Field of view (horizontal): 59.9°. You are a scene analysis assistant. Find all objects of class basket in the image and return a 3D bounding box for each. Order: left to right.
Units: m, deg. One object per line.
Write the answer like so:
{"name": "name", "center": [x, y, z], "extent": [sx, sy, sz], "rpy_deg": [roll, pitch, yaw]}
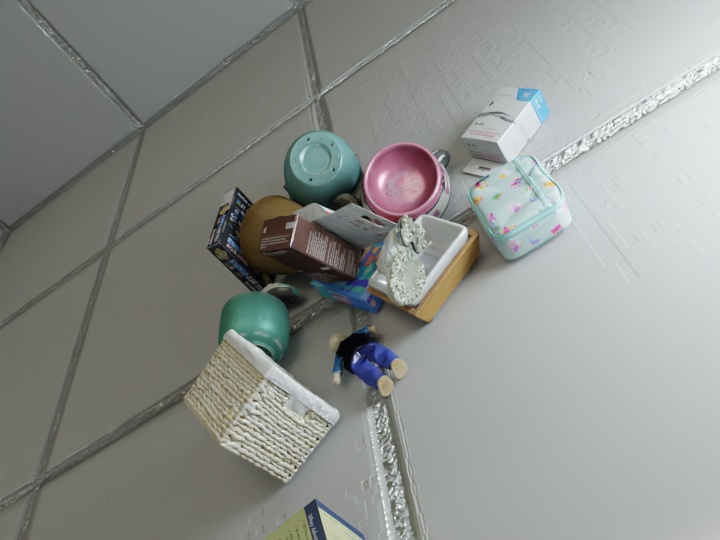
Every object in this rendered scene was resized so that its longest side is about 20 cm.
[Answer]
{"name": "basket", "center": [-0.181, 0.247, 1.135], "extent": [0.199, 0.198, 0.162], "rpy_deg": [22, 72, 51]}

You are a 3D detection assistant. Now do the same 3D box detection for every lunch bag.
{"name": "lunch bag", "center": [0.295, -0.128, 1.168], "extent": [0.159, 0.077, 0.202], "rpy_deg": [-33, 37, 13]}

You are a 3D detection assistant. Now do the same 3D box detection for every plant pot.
{"name": "plant pot", "center": [-0.154, -0.068, 1.429], "extent": [0.188, 0.187, 0.198], "rpy_deg": [-52, 35, -15]}
{"name": "plant pot", "center": [-0.097, -0.241, 1.499], "extent": [0.196, 0.161, 0.206], "rpy_deg": [-1, 80, 5]}

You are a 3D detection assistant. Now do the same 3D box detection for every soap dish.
{"name": "soap dish", "center": [0.124, -0.005, 1.200], "extent": [0.201, 0.081, 0.156], "rpy_deg": [-50, 37, -12]}

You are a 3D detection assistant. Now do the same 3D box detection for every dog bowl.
{"name": "dog bowl", "center": [0.091, -0.180, 1.317], "extent": [0.195, 0.074, 0.205], "rpy_deg": [-3, 73, 11]}

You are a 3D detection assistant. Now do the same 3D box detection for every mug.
{"name": "mug", "center": [-0.222, 0.151, 1.329], "extent": [0.148, 0.187, 0.116], "rpy_deg": [-9, 43, 2]}

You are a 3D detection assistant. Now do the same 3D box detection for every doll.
{"name": "doll", "center": [-0.003, 0.164, 1.173], "extent": [0.137, 0.049, 0.199], "rpy_deg": [-49, 37, -11]}

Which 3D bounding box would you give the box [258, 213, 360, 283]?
{"name": "box", "center": [-0.099, -0.039, 1.262], "extent": [0.099, 0.199, 0.077], "rpy_deg": [-5, 66, 41]}

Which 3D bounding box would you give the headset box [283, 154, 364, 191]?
{"name": "headset box", "center": [-0.092, -0.246, 1.657], "extent": [0.200, 0.075, 0.148], "rpy_deg": [-45, 36, -4]}

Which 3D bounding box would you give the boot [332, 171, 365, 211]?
{"name": "boot", "center": [0.012, -0.193, 1.457], "extent": [0.201, 0.072, 0.182], "rpy_deg": [-53, -5, -18]}

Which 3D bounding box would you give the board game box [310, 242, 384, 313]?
{"name": "board game box", "center": [0.000, 0.000, 1.343], "extent": [0.198, 0.045, 0.153], "rpy_deg": [15, 65, 49]}

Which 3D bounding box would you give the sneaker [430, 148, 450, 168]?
{"name": "sneaker", "center": [0.145, -0.180, 1.387], "extent": [0.079, 0.076, 0.201], "rpy_deg": [33, 80, 35]}

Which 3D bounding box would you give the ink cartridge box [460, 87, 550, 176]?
{"name": "ink cartridge box", "center": [0.302, -0.300, 1.349], "extent": [0.201, 0.067, 0.115], "rpy_deg": [-51, 37, -12]}

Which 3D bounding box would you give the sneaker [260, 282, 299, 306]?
{"name": "sneaker", "center": [-0.219, 0.096, 1.444], "extent": [0.197, 0.077, 0.093], "rpy_deg": [-24, 55, 29]}

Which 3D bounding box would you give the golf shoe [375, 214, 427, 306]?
{"name": "golf shoe", "center": [0.067, -0.003, 1.141], "extent": [0.097, 0.078, 0.202], "rpy_deg": [-36, 27, 38]}

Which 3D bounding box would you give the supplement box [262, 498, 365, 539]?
{"name": "supplement box", "center": [-0.077, 0.473, 0.850], "extent": [0.199, 0.135, 0.201], "rpy_deg": [-38, 36, 5]}

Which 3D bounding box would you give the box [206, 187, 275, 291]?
{"name": "box", "center": [-0.277, -0.069, 1.543], "extent": [0.049, 0.200, 0.201], "rpy_deg": [-20, 41, 28]}

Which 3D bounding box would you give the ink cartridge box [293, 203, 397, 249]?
{"name": "ink cartridge box", "center": [-0.021, -0.099, 1.258], "extent": [0.198, 0.158, 0.048], "rpy_deg": [-18, 60, 47]}
